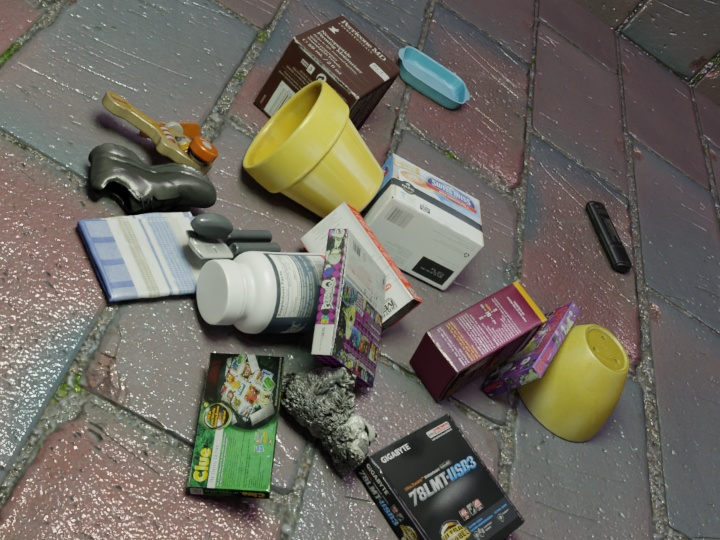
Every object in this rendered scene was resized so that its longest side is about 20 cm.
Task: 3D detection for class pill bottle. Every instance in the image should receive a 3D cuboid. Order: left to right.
[{"bbox_3d":[-0.132,0.032,1.368,0.198,0.120,0.120,1,52,-40],"label":"pill bottle"}]

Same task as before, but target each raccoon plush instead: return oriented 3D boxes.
[{"bbox_3d":[-0.075,0.214,1.298,0.197,0.097,0.136,-3,64,-4],"label":"raccoon plush"}]

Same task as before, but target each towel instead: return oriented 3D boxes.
[{"bbox_3d":[-0.298,-0.021,1.357,0.198,0.024,0.148,-7,58,-44],"label":"towel"}]

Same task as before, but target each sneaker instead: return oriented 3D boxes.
[{"bbox_3d":[-0.314,-0.119,1.412,0.198,0.076,0.092,13,52,-20],"label":"sneaker"}]

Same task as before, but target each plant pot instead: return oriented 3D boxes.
[{"bbox_3d":[-0.068,-0.185,1.598,0.189,0.200,0.202,43,34,-23],"label":"plant pot"},{"bbox_3d":[0.389,0.178,1.656,0.198,0.142,0.202,23,40,-22],"label":"plant pot"}]

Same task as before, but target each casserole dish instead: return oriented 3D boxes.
[{"bbox_3d":[0.162,-0.438,2.160,0.199,0.039,0.122,30,38,-16],"label":"casserole dish"}]

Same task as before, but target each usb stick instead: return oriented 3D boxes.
[{"bbox_3d":[0.570,-0.079,2.161,0.055,0.033,0.202,8,48,-26],"label":"usb stick"}]

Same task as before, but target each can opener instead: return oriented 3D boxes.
[{"bbox_3d":[-0.187,-0.044,1.419,0.053,0.066,0.199,56,23,19],"label":"can opener"}]

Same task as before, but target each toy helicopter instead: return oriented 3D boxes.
[{"bbox_3d":[-0.319,-0.223,1.492,0.199,0.079,0.133,34,20,-22],"label":"toy helicopter"}]

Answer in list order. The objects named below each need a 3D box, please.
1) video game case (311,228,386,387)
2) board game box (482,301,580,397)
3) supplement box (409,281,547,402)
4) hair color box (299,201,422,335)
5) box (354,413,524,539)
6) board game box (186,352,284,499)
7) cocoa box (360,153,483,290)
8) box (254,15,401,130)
[{"bbox_3d":[-0.012,0.059,1.362,0.200,0.035,0.184,47,47,-65],"label":"video game case"},{"bbox_3d":[0.295,0.135,1.614,0.032,0.119,0.200,55,43,-10],"label":"board game box"},{"bbox_3d":[0.189,0.114,1.521,0.199,0.111,0.086,-26,68,-28],"label":"supplement box"},{"bbox_3d":[0.000,0.000,1.520,0.201,0.101,0.061,56,10,18],"label":"hair color box"},{"bbox_3d":[0.117,0.325,1.353,0.199,0.050,0.199,-15,64,-48],"label":"box"},{"bbox_3d":[-0.158,0.196,1.213,0.103,0.024,0.202,6,50,-2],"label":"board game box"},{"bbox_3d":[0.103,-0.086,1.677,0.198,0.134,0.132,26,38,-19],"label":"cocoa box"},{"bbox_3d":[-0.061,-0.348,1.771,0.166,0.165,0.200,42,37,3],"label":"box"}]
